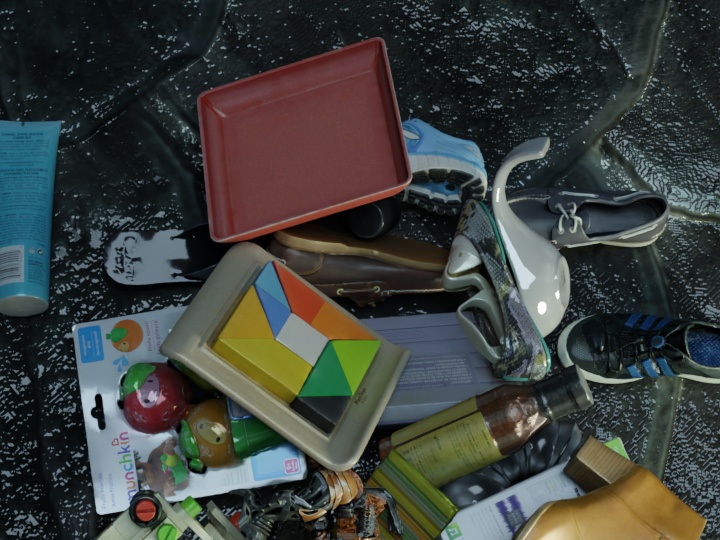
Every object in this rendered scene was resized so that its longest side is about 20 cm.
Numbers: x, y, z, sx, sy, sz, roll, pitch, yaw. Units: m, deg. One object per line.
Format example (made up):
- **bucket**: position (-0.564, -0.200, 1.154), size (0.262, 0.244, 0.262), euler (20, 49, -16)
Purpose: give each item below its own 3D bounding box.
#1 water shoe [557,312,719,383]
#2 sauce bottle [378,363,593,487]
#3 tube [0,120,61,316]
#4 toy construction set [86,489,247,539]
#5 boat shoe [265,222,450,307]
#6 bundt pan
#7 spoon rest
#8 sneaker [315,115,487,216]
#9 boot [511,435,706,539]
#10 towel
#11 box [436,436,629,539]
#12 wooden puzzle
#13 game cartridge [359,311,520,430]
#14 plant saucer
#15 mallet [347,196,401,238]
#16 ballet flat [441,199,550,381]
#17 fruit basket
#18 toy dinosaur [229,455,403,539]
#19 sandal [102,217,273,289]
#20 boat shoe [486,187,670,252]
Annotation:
- **water shoe**: position (0.296, 0.069, 1.647), size (0.198, 0.079, 0.072), euler (1, 71, -9)
- **sauce bottle**: position (0.115, 0.145, 1.513), size (0.199, 0.066, 0.066), euler (-24, 75, 12)
- **tube**: position (-0.327, -0.057, 1.601), size (0.077, 0.050, 0.201), euler (1, 66, -14)
- **toy construction set**: position (-0.184, 0.274, 1.481), size (0.200, 0.092, 0.131), euler (-44, 94, -20)
- **boat shoe**: position (0.000, 0.000, 1.629), size (0.199, 0.070, 0.071), euler (8, 108, -17)
- **bundt pan**: position (0.159, 0.222, 1.573), size (0.200, 0.076, 0.203), euler (3, 72, -9)
- **spoon rest**: position (0.165, -0.030, 1.620), size (0.060, 0.201, 0.099), euler (-1, 24, 19)
- **sneaker**: position (0.031, -0.114, 1.679), size (0.199, 0.079, 0.090), euler (13, 43, 0)
- **boot**: position (0.209, 0.254, 1.454), size (0.144, 0.071, 0.201), euler (38, 64, 8)
- **towel**: position (0.001, 0.263, 1.500), size (0.086, 0.018, 0.200), euler (43, 104, 26)
- **box**: position (0.180, 0.257, 1.506), size (0.199, 0.036, 0.145), euler (-22, 77, -15)
- **wooden puzzle**: position (-0.061, 0.069, 1.500), size (0.199, 0.037, 0.185), euler (32, 38, -2)
- **game cartridge**: position (0.046, 0.096, 1.588), size (0.198, 0.039, 0.130), euler (-3, 45, -11)
- **plant saucer**: position (-0.054, -0.119, 1.603), size (0.198, 0.037, 0.201), euler (-17, 49, 8)
- **mallet**: position (-0.051, -0.083, 1.650), size (0.199, 0.066, 0.041), euler (24, 105, 21)
- **ballet flat**: position (0.116, 0.018, 1.582), size (0.072, 0.072, 0.201), euler (-13, 61, -14)
- **fruit basket**: position (-0.160, 0.119, 1.545), size (0.198, 0.094, 0.187), euler (-7, 73, -9)
- **toy dinosaur**: position (-0.039, 0.211, 1.480), size (0.135, 0.102, 0.201), euler (-21, 59, 0)
- **sandal**: position (-0.150, -0.019, 1.618), size (0.199, 0.043, 0.077), euler (-12, 74, -13)
- **boat shoe**: position (0.218, -0.058, 1.685), size (0.198, 0.063, 0.073), euler (-1, 74, -9)
